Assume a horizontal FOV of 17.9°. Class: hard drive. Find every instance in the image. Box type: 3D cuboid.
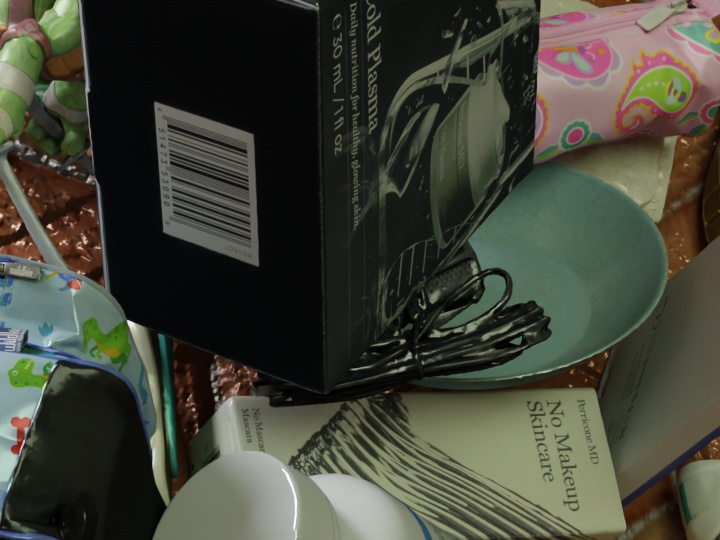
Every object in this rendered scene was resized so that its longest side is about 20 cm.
[{"bbox_3d":[0.169,0.037,1.130,0.025,0.200,0.132,29,56,-8],"label":"hard drive"}]

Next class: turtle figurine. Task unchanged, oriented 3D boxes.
[{"bbox_3d":[-0.175,-0.075,1.068,0.193,0.201,0.144,15,33,14],"label":"turtle figurine"}]

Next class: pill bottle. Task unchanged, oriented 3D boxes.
[{"bbox_3d":[0.000,0.156,0.994,0.200,0.112,0.113,38,48,-41],"label":"pill bottle"}]

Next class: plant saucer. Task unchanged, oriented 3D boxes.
[{"bbox_3d":[0.055,0.008,1.154,0.200,0.039,0.201,-2,34,1],"label":"plant saucer"}]

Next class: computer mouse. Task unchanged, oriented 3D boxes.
[{"bbox_3d":[0.000,0.000,1.091,0.138,0.053,0.200,-11,38,-9],"label":"computer mouse"}]

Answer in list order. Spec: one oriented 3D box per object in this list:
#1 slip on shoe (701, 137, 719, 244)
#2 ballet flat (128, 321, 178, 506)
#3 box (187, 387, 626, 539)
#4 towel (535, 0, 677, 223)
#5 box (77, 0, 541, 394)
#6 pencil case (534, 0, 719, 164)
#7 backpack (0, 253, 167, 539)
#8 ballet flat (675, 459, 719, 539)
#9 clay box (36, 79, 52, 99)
[{"bbox_3d":[0.243,-0.079,1.310,0.060,0.076,0.201,28,49,-23],"label":"slip on shoe"},{"bbox_3d":[-0.108,0.106,1.058,0.069,0.070,0.201,1,62,-24],"label":"ballet flat"},{"bbox_3d":[0.022,0.105,1.107,0.199,0.068,0.083,-2,66,-25],"label":"box"},{"bbox_3d":[0.088,-0.107,1.272,0.199,0.034,0.133,24,55,-10],"label":"towel"},{"bbox_3d":[-0.016,-0.092,1.003,0.123,0.201,0.197,19,43,23],"label":"box"},{"bbox_3d":[0.101,-0.100,1.201,0.199,0.087,0.088,-12,69,-27],"label":"pencil case"},{"bbox_3d":[-0.184,0.077,0.951,0.199,0.183,0.148,8,61,10],"label":"backpack"},{"bbox_3d":[0.253,0.110,1.220,0.199,0.069,0.070,-7,67,-27],"label":"ballet flat"},{"bbox_3d":[-0.143,-0.183,1.196,0.114,0.048,0.201,-5,65,-25],"label":"clay box"}]
